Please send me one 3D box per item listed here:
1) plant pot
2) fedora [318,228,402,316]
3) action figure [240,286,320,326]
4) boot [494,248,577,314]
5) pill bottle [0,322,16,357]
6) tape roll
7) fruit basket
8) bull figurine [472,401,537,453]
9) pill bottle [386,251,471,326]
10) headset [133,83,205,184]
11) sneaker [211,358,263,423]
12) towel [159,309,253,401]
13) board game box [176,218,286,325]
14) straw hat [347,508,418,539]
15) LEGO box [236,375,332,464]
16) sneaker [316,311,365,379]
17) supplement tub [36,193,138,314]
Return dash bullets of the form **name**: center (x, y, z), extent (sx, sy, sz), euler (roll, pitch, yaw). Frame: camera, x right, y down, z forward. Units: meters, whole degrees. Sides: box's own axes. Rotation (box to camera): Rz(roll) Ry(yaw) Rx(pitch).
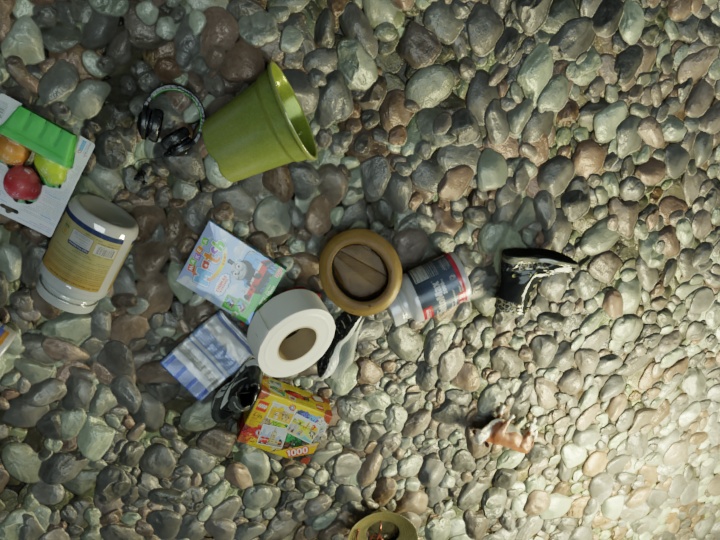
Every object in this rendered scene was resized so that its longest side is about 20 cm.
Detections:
- **plant pot**: center (-0.206, -0.273, 1.190), extent (0.180, 0.202, 0.204), euler (-24, 115, 9)
- **fedora**: center (0.000, 0.000, 1.377), extent (0.193, 0.082, 0.209), euler (0, 99, 0)
- **action figure**: center (-0.186, 0.081, 1.394), extent (0.193, 0.052, 0.068), euler (-15, 108, -10)
- **boot**: center (0.435, 0.029, 1.513), extent (0.196, 0.074, 0.159), euler (4, 112, -10)
- **pill bottle**: center (-0.819, 0.119, 1.217), extent (0.199, 0.112, 0.112), euler (41, 98, -23)
- **tape roll**: center (-0.157, 0.144, 1.365), extent (0.197, 0.071, 0.207), euler (-22, 139, -21)
- **fruit basket**: center (-0.634, -0.197, 1.145), extent (0.182, 0.094, 0.204), euler (27, 97, -21)
- **bull figurine**: center (0.403, 0.442, 1.660), extent (0.195, 0.065, 0.124), euler (21, 107, -21)
- **pill bottle**: center (0.154, 0.051, 1.424), extent (0.195, 0.120, 0.122), euler (-25, 114, -3)
- **headset**: center (-0.388, -0.267, 1.186), extent (0.122, 0.094, 0.202), euler (32, 100, -22)
- **sneaker**: center (-0.293, 0.302, 1.415), extent (0.066, 0.091, 0.201), euler (32, 111, -25)
- **towel**: center (-0.352, 0.202, 1.411), extent (0.198, 0.024, 0.148), euler (-38, 113, 3)
- **board game box**: center (-0.282, 0.007, 1.324), extent (0.197, 0.037, 0.154), euler (32, 97, -10)
- **straw hat**: center (0.061, 0.714, 1.670), extent (0.193, 0.086, 0.208), euler (0, 112, 1)
- **LEGO box**: center (-0.189, 0.368, 1.483), extent (0.195, 0.077, 0.152), euler (24, 104, -21)
- **sneaker**: center (-0.036, 0.177, 1.458), extent (0.077, 0.074, 0.204), euler (17, 112, -28)
- **supplement tub**: center (-0.550, -0.032, 1.207), extent (0.142, 0.145, 0.203), euler (28, 102, -21)
